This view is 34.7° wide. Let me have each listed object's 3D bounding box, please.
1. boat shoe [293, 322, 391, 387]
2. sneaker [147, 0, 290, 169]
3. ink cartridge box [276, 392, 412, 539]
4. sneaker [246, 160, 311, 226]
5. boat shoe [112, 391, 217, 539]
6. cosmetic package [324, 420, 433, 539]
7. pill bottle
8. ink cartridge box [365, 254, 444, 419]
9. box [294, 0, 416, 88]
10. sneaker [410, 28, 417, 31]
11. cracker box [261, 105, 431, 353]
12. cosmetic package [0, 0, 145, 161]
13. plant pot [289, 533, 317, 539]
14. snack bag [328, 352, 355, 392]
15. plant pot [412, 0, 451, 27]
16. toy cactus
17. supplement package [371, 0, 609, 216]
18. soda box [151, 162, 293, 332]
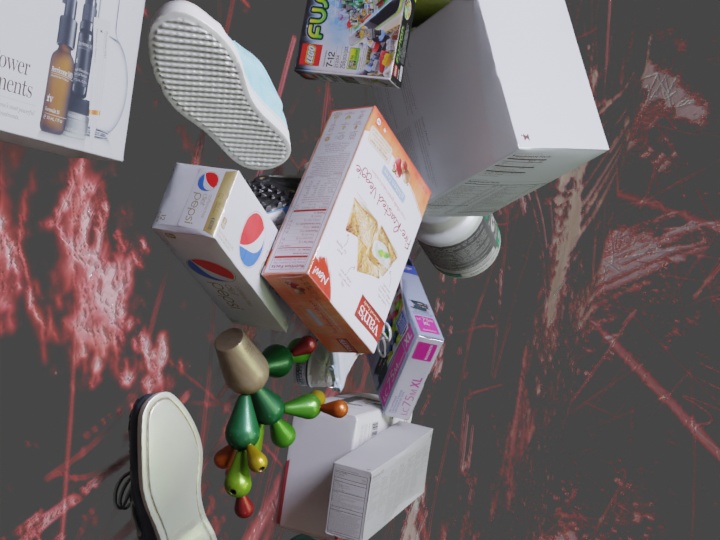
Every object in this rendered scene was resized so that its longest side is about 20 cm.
[{"bbox_3d":[-0.001,0.074,1.360,0.202,0.086,0.075,-48,142,-56],"label":"boat shoe"},{"bbox_3d":[-0.124,-0.169,0.983,0.200,0.074,0.082,58,15,-54],"label":"sneaker"},{"bbox_3d":[-0.016,0.230,1.391,0.200,0.082,0.148,6,93,-69],"label":"ink cartridge box"},{"bbox_3d":[-0.063,-0.065,1.162,0.200,0.071,0.073,-28,127,-62],"label":"sneaker"},{"bbox_3d":[-0.169,0.192,0.989,0.075,0.062,0.201,-37,125,-41],"label":"boat shoe"},{"bbox_3d":[0.023,0.234,1.306,0.200,0.050,0.083,-14,115,-67],"label":"cosmetic package"},{"bbox_3d":[0.124,-0.072,1.596,0.200,0.112,0.114,50,52,-65],"label":"pill bottle"},{"bbox_3d":[0.045,0.074,1.415,0.200,0.042,0.120,-105,-148,-58],"label":"ink cartridge box"},{"bbox_3d":[0.004,-0.293,1.187,0.035,0.109,0.201,20,79,-69],"label":"box"},{"bbox_3d":[0.090,-0.226,1.496,0.200,0.075,0.088,72,34,-52],"label":"sneaker"},{"bbox_3d":[-0.008,-0.039,1.111,0.134,0.057,0.201,52,49,-43],"label":"cracker box"},{"bbox_3d":[-0.214,-0.159,0.743,0.200,0.051,0.152,6,90,-70],"label":"cosmetic package"},{"bbox_3d":[-0.007,0.431,1.350,0.200,0.187,0.201,10,90,-69],"label":"plant pot"},{"bbox_3d":[0.000,0.000,1.242,0.200,0.021,0.189,-64,157,-45],"label":"snack bag"},{"bbox_3d":[0.117,-0.373,1.338,0.200,0.192,0.202,9,90,-69],"label":"plant pot"},{"bbox_3d":[-0.095,0.128,1.146,0.200,0.102,0.165,-56,140,-33],"label":"toy cactus"},{"bbox_3d":[0.138,-0.183,1.296,0.146,0.200,0.192,-3,74,-38],"label":"supplement package"},{"bbox_3d":[-0.114,-0.017,1.050,0.200,0.063,0.068,60,43,-59],"label":"soda box"}]
